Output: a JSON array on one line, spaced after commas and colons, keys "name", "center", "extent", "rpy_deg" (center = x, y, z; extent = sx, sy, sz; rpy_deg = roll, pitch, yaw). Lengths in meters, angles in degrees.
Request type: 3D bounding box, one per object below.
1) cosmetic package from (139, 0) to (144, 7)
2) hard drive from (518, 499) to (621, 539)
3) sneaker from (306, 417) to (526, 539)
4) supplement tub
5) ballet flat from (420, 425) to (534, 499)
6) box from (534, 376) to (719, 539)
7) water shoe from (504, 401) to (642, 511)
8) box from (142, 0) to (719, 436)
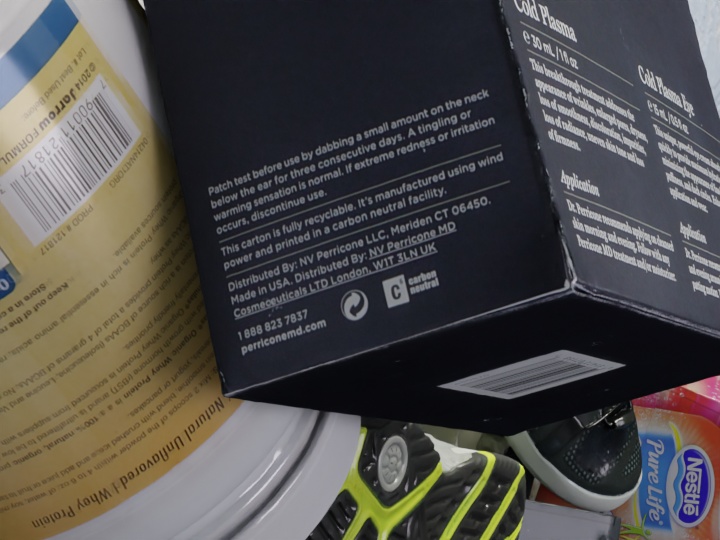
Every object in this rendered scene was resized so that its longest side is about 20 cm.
[{"name": "cosmetic package", "center": [-0.012, -0.116, 0.790], "extent": [0.200, 0.082, 0.051], "rpy_deg": [-58, 148, -47]}, {"name": "hard drive", "center": [0.029, 0.192, 0.871], "extent": [0.139, 0.033, 0.201], "rpy_deg": [12, 80, -16]}, {"name": "sneaker", "center": [-0.009, 0.085, 0.764], "extent": [0.200, 0.076, 0.076], "rpy_deg": [32, 70, -60]}, {"name": "supplement tub", "center": [-0.099, -0.002, 0.603], "extent": [0.200, 0.144, 0.145], "rpy_deg": [57, 48, -30]}, {"name": "ballet flat", "center": [0.061, 0.046, 0.953], "extent": [0.073, 0.073, 0.201], "rpy_deg": [41, 60, -45]}, {"name": "box", "center": [0.169, 0.085, 1.021], "extent": [0.200, 0.095, 0.100], "rpy_deg": [-12, 124, -64]}, {"name": "water shoe", "center": [0.089, 0.010, 0.879], "extent": [0.071, 0.079, 0.201], "rpy_deg": [-36, 108, -48]}, {"name": "box", "center": [0.031, -0.055, 0.617], "extent": [0.200, 0.104, 0.183], "rpy_deg": [16, 59, -63]}]
